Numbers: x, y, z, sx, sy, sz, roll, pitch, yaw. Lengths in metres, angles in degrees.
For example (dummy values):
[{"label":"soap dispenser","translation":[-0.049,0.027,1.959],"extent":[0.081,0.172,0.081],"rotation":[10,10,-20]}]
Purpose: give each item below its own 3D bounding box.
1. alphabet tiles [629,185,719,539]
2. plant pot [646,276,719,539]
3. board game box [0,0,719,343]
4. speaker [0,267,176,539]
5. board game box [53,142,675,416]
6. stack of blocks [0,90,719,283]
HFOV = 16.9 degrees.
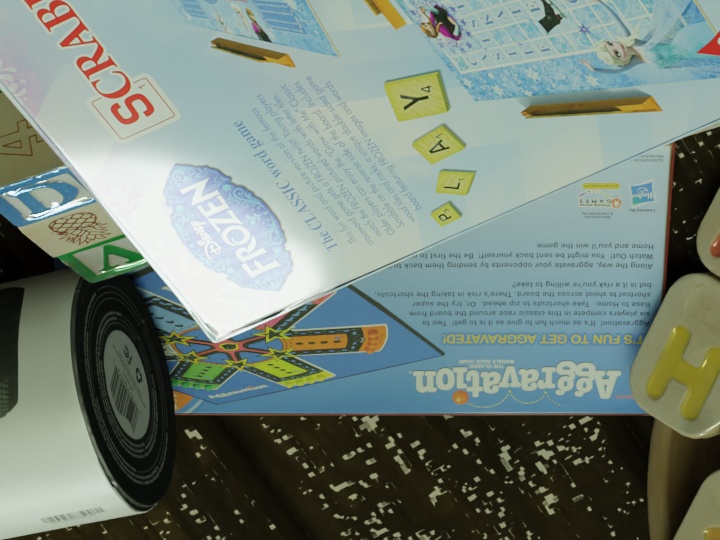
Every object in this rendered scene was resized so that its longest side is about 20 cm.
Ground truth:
[{"label":"alphabet tiles","translation":[0.170,0.040,0.718],"extent":[0.015,0.200,0.196],"rotation":[13,107,-50]},{"label":"plant pot","translation":[0.197,0.069,0.759],"extent":[0.201,0.201,0.092],"rotation":[-47,146,23]},{"label":"board game box","translation":[0.000,-0.091,0.570],"extent":[0.199,0.041,0.200],"rotation":[-23,132,15]},{"label":"speaker","translation":[-0.165,0.057,0.778],"extent":[0.199,0.081,0.082],"rotation":[-12,119,16]},{"label":"board game box","translation":[0.000,0.000,0.790],"extent":[0.199,0.019,0.103],"rotation":[0,118,1]},{"label":"stack of blocks","translation":[-0.003,-0.058,0.701],"extent":[0.199,0.059,0.115],"rotation":[-17,158,10]}]
